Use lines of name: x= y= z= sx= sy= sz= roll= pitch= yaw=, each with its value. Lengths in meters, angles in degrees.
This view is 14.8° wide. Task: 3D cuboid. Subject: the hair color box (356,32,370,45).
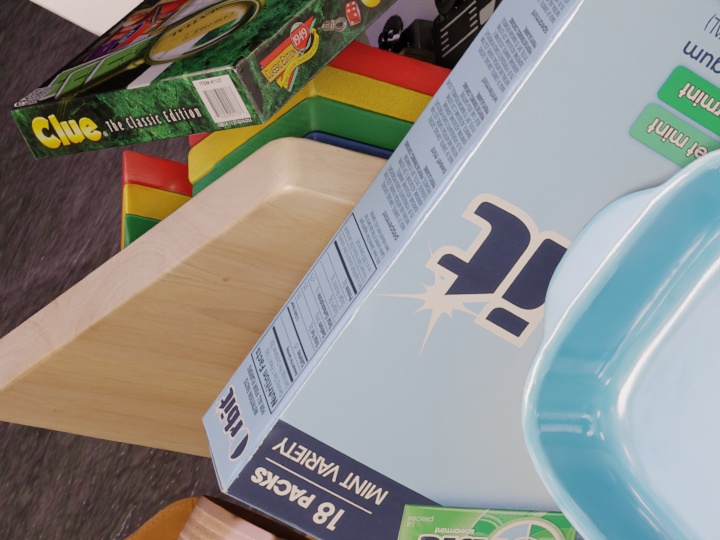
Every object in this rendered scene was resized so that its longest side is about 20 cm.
hair color box: x=0.008 y=-0.077 z=1.121 sx=0.201 sy=0.101 sz=0.061 roll=-64 pitch=3 yaw=-6

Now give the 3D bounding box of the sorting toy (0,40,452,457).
sorting toy: x=0.000 y=0.000 z=0.935 sx=0.198 sy=0.199 sz=0.070 roll=-32 pitch=54 yaw=47

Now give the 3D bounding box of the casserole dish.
casserole dish: x=0.130 y=0.056 z=0.741 sx=0.200 sy=0.039 sz=0.121 roll=46 pitch=109 yaw=29

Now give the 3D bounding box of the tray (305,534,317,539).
tray: x=0.024 y=0.113 z=0.905 sx=0.200 sy=0.098 sz=0.037 roll=-54 pitch=25 yaw=17

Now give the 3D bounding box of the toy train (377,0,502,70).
toy train: x=0.015 y=-0.057 z=0.951 sx=0.200 sy=0.034 sz=0.046 roll=-41 pitch=48 yaw=55

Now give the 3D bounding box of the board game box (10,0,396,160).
board game box: x=-0.012 y=-0.100 z=0.867 sx=0.104 sy=0.024 sz=0.200 roll=-4 pitch=31 yaw=43

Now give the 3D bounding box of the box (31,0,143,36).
box: x=-0.052 y=-0.181 z=1.064 sx=0.153 sy=0.106 sz=0.200 roll=-61 pitch=5 yaw=23

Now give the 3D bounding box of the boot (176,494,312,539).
boot: x=-0.019 y=0.167 z=0.808 sx=0.199 sy=0.076 sz=0.156 roll=22 pitch=89 yaw=43

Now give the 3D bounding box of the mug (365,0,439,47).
mug: x=0.103 y=-0.132 z=0.964 sx=0.153 sy=0.149 sz=0.188 roll=8 pitch=78 yaw=56

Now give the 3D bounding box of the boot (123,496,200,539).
boot: x=-0.108 y=0.197 z=1.130 sx=0.202 sy=0.071 sz=0.144 roll=-53 pitch=20 yaw=12

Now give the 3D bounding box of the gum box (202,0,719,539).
gum box: x=0.078 y=0.014 z=0.819 sx=0.200 sy=0.169 sz=0.045 roll=-53 pitch=26 yaw=17
